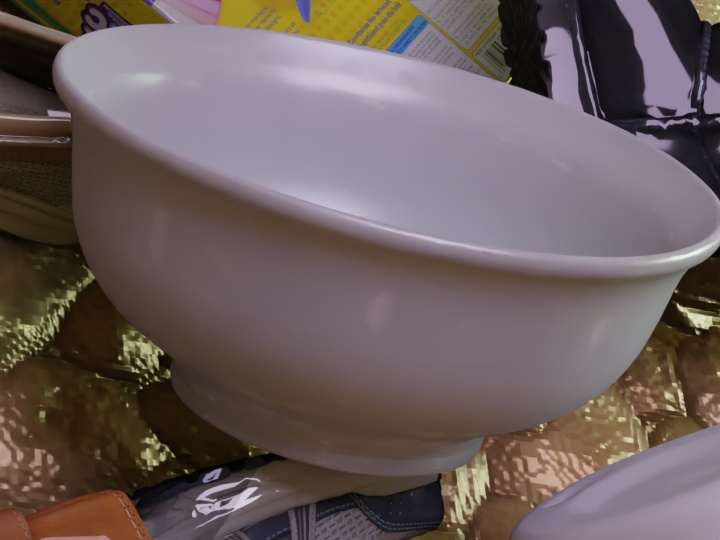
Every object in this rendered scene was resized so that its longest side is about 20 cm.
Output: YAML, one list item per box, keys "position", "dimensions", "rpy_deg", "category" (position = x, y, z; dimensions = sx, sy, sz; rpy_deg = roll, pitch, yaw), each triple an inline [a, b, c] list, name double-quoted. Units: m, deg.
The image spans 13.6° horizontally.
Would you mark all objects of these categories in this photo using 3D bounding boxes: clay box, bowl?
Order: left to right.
- position: [-0.045, -0.102, 1.033]
  dimensions: [0.200, 0.048, 0.115]
  rpy_deg: [39, 47, 2]
  category: "clay box"
- position: [0.000, 0.000, 0.880]
  dimensions: [0.200, 0.091, 0.201]
  rpy_deg: [12, 17, -4]
  category: "bowl"

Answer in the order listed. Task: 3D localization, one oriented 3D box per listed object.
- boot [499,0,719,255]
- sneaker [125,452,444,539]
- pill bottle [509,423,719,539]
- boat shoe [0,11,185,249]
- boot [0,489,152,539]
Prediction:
- position: [0.151, -0.081, 1.009]
  dimensions: [0.199, 0.066, 0.166]
  rpy_deg: [-5, 79, -9]
  category: "boot"
- position: [-0.052, 0.105, 0.878]
  dimensions: [0.199, 0.077, 0.087]
  rpy_deg: [-16, 89, -39]
  category: "sneaker"
- position: [0.127, 0.149, 0.874]
  dimensions: [0.111, 0.111, 0.201]
  rpy_deg: [-24, 94, -38]
  category: "pill bottle"
- position: [-0.154, -0.067, 0.937]
  dimensions: [0.200, 0.063, 0.073]
  rpy_deg: [21, 50, -14]
  category: "boat shoe"
- position: [-0.100, 0.162, 0.758]
  dimensions: [0.155, 0.077, 0.201]
  rpy_deg: [-19, 95, -40]
  category: "boot"
